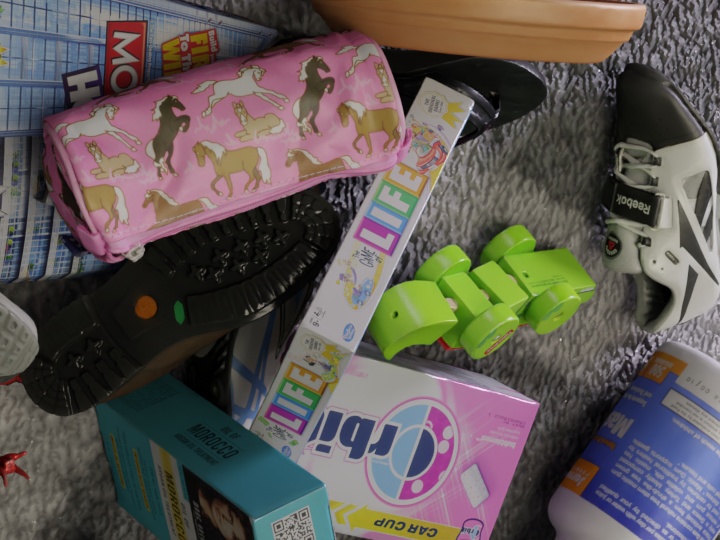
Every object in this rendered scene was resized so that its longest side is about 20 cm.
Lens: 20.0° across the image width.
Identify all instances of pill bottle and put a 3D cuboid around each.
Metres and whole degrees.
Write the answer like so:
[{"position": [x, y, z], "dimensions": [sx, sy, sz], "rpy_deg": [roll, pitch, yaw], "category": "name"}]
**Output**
[{"position": [0.203, 0.160, 1.441], "dimensions": [0.112, 0.112, 0.200], "rpy_deg": [42, 82, -36], "category": "pill bottle"}]

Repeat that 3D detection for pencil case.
[{"position": [-0.071, -0.069, 1.106], "dimensions": [0.199, 0.083, 0.087], "rpy_deg": [-20, 112, -19], "category": "pencil case"}]

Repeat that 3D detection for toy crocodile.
[{"position": [0.084, 0.020, 1.327], "dimensions": [0.200, 0.068, 0.062], "rpy_deg": [-15, 150, -51], "category": "toy crocodile"}]

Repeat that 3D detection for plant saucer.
[{"position": [0.065, -0.146, 1.184], "dimensions": [0.199, 0.200, 0.038], "rpy_deg": [-2, 101, -33], "category": "plant saucer"}]

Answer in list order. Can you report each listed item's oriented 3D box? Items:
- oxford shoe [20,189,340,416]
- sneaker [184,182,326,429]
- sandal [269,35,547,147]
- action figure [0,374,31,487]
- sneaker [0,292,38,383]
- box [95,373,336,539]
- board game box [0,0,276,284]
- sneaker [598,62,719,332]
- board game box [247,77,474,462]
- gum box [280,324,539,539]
[{"position": [-0.100, 0.013, 1.176], "dimensions": [0.199, 0.084, 0.073], "rpy_deg": [-28, 84, 7], "category": "oxford shoe"}, {"position": [-0.061, 0.030, 1.244], "dimensions": [0.072, 0.072, 0.201], "rpy_deg": [2, 106, -27], "category": "sneaker"}, {"position": [0.027, -0.100, 1.255], "dimensions": [0.200, 0.048, 0.075], "rpy_deg": [1, 146, -28], "category": "sandal"}, {"position": [-0.261, 0.084, 1.118], "dimensions": [0.199, 0.099, 0.066], "rpy_deg": [-16, 119, -31], "category": "action figure"}, {"position": [-0.256, -0.004, 1.076], "dimensions": [0.200, 0.087, 0.075], "rpy_deg": [30, 116, -27], "category": "sneaker"}, {"position": [-0.084, 0.131, 1.184], "dimensions": [0.049, 0.200, 0.083], "rpy_deg": [-23, 118, -26], "category": "box"}, {"position": [-0.149, -0.088, 1.151], "dimensions": [0.199, 0.062, 0.201], "rpy_deg": [-5, 109, -31], "category": "board game box"}, {"position": [0.200, -0.042, 1.391], "dimensions": [0.088, 0.074, 0.201], "rpy_deg": [-34, 122, -22], "category": "sneaker"}, {"position": [0.000, 0.000, 1.194], "dimensions": [0.034, 0.135, 0.200], "rpy_deg": [27, 53, 0], "category": "board game box"}, {"position": [0.016, 0.112, 1.327], "dimensions": [0.199, 0.066, 0.114], "rpy_deg": [16, 96, -36], "category": "gum box"}]
